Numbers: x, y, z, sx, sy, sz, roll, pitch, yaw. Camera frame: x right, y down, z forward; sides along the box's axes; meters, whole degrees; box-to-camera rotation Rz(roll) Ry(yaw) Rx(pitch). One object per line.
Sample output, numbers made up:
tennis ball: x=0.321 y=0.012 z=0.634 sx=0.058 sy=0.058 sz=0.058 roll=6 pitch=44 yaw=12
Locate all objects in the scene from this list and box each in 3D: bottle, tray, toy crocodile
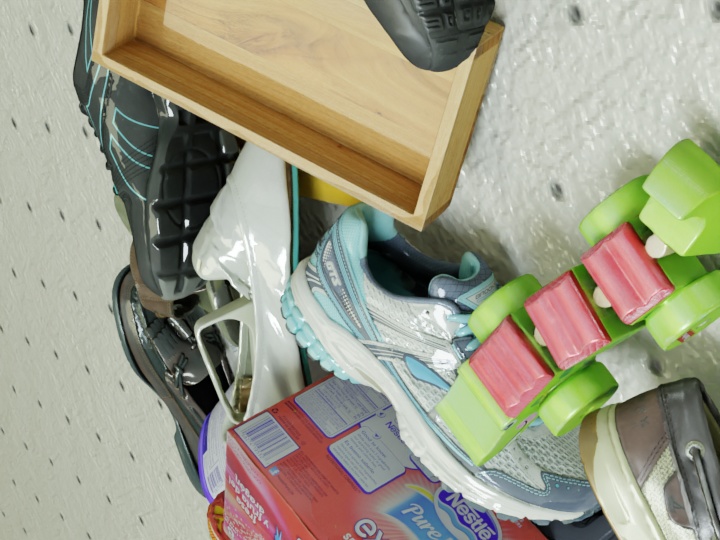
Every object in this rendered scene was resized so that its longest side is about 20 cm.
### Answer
bottle: x=-0.057 y=0.102 z=0.993 sx=0.200 sy=0.065 sz=0.084 roll=128 pitch=140 yaw=-59
tray: x=-0.036 y=-0.110 z=0.723 sx=0.199 sy=0.037 sz=0.099 roll=29 pitch=126 yaw=18
toy crocodile: x=0.094 y=0.020 z=0.641 sx=0.200 sy=0.061 sz=0.068 roll=-46 pitch=71 yaw=40

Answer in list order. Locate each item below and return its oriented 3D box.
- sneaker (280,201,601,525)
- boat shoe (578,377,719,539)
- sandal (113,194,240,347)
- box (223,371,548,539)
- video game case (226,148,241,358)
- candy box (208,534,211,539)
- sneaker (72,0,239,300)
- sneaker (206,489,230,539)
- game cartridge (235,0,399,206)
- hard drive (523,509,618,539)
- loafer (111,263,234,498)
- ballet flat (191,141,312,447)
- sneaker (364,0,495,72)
sneaker: x=0.049 y=0.044 z=0.741 sx=0.199 sy=0.078 sz=0.087 roll=37 pitch=124 yaw=13
boat shoe: x=0.167 y=0.136 z=0.631 sx=0.065 sy=0.073 sz=0.201 roll=-32 pitch=98 yaw=30
sandal: x=-0.122 y=0.001 z=0.958 sx=0.201 sy=0.057 sz=0.080 roll=34 pitch=147 yaw=56
box: x=0.024 y=0.154 z=0.774 sx=0.200 sy=0.102 sz=0.095 roll=45 pitch=147 yaw=30
video game case: x=-0.094 y=-0.033 z=0.962 sx=0.183 sy=0.024 sz=0.200 roll=62 pitch=163 yaw=-1
candy box: x=-0.058 y=0.300 z=1.214 sx=0.201 sy=0.026 sz=0.102 roll=66 pitch=155 yaw=-2
sneaker: x=-0.116 y=-0.085 z=0.843 sx=0.079 sy=0.075 sz=0.202 roll=6 pitch=102 yaw=36
sneaker: x=-0.018 y=0.211 z=0.961 sx=0.199 sy=0.073 sz=0.077 roll=34 pitch=142 yaw=8
game cartridge: x=-0.037 y=-0.135 z=0.801 sx=0.176 sy=0.032 sz=0.202 roll=17 pitch=128 yaw=57
hard drive: x=0.086 y=0.164 z=0.827 sx=0.199 sy=0.042 sz=0.136 roll=14 pitch=125 yaw=57
loafer: x=-0.116 y=0.081 z=1.107 sx=0.063 sy=0.072 sz=0.201 roll=-1 pitch=120 yaw=39
ballet flat: x=-0.061 y=0.014 z=0.827 sx=0.069 sy=0.069 sz=0.202 roll=23 pitch=123 yaw=52
sneaker: x=-0.006 y=-0.172 z=0.655 sx=0.091 sy=0.076 sz=0.201 roll=-33 pitch=74 yaw=41
